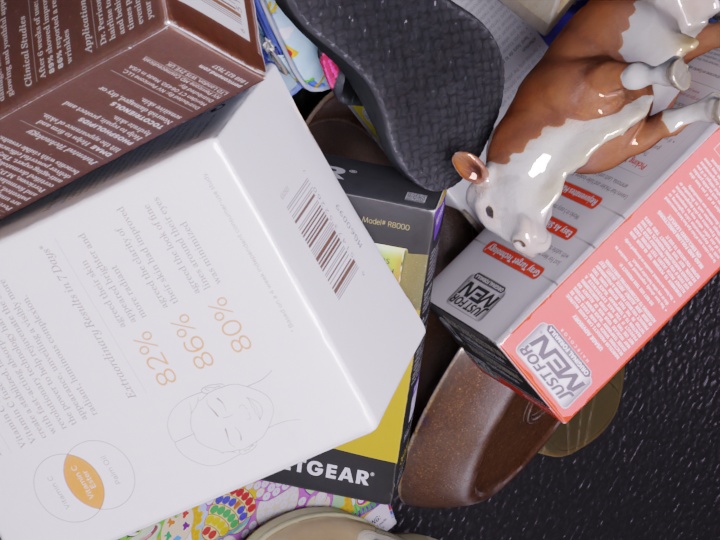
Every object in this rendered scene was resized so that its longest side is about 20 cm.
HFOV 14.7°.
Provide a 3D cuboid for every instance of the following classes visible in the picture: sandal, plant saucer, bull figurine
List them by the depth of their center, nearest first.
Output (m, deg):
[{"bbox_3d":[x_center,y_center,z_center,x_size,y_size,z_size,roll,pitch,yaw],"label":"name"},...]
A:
[{"bbox_3d":[0.009,-0.107,1.268,0.075,0.045,0.200,-53,141,-10],"label":"sandal"},{"bbox_3d":[0.125,-0.088,1.322,0.065,0.121,0.200,57,43,-26],"label":"bull figurine"},{"bbox_3d":[0.000,0.000,1.484,0.200,0.034,0.202,15,72,-56],"label":"plant saucer"},{"bbox_3d":[0.093,0.053,1.512,0.200,0.034,0.201,-48,163,-20],"label":"plant saucer"}]

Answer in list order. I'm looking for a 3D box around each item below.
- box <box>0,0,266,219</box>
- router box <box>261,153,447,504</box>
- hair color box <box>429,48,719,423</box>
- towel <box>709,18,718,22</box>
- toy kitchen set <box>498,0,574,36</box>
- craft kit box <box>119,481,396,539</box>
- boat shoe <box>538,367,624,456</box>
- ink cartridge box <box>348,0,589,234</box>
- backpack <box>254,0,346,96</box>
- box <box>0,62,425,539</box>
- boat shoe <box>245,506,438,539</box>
[{"bbox_3d":[-0.141,-0.095,1.209,0.075,0.199,0.101,27,47,-50],"label":"box"},{"bbox_3d":[-0.066,0.017,1.366,0.052,0.199,0.158,-65,164,-68],"label":"router box"},{"bbox_3d":[0.133,-0.026,1.370,0.200,0.101,0.061,-44,115,-6],"label":"hair color box"},{"bbox_3d":[0.201,-0.198,1.402,0.112,0.048,0.200,-52,172,-32],"label":"towel"},{"bbox_3d":[0.090,-0.240,1.406,0.200,0.180,0.163,-50,172,-13],"label":"toy kitchen set"},{"bbox_3d":[-0.082,0.122,1.516,0.200,0.048,0.198,-39,132,-24],"label":"craft kit box"},{"bbox_3d":[0.083,0.077,1.655,0.200,0.063,0.074,-18,119,-46],"label":"boat shoe"},{"bbox_3d":[0.076,-0.138,1.470,0.198,0.047,0.200,-46,113,-19],"label":"ink cartridge box"},{"bbox_3d":[-0.043,-0.197,1.298,0.183,0.147,0.200,-49,136,-15],"label":"backpack"},{"bbox_3d":[-0.098,0.023,1.281,0.153,0.199,0.106,61,23,-14],"label":"box"},{"bbox_3d":[0.007,0.180,1.557,0.199,0.065,0.073,15,101,-48],"label":"boat shoe"}]
